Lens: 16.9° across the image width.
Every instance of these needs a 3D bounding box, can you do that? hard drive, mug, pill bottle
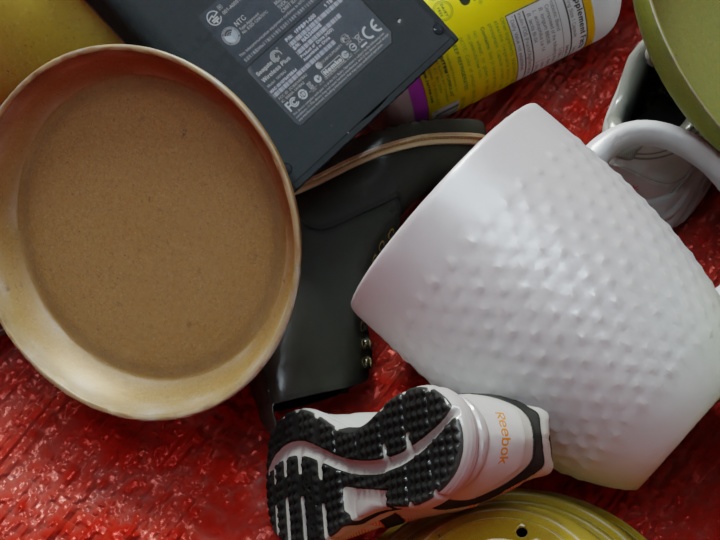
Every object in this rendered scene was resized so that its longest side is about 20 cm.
[{"bbox_3d":[-0.062,-0.153,1.313,0.200,0.033,0.140,47,69,-2],"label":"hard drive"},{"bbox_3d":[0.125,0.006,1.274,0.175,0.148,0.200,42,73,8],"label":"mug"},{"bbox_3d":[0.080,-0.163,1.415,0.200,0.104,0.104,-27,59,-10],"label":"pill bottle"}]

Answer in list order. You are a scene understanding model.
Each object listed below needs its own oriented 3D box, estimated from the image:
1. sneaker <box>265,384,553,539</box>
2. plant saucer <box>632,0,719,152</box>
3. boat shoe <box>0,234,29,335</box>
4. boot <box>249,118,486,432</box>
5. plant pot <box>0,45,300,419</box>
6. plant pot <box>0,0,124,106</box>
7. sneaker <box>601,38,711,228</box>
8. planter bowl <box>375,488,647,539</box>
[{"bbox_3d":[0.021,0.103,1.239,0.080,0.200,0.074,3,80,-34],"label":"sneaker"},{"bbox_3d":[0.212,-0.128,1.327,0.031,0.200,0.200,-31,46,41],"label":"plant saucer"},{"bbox_3d":[-0.149,-0.016,1.373,0.202,0.072,0.060,-32,55,-17],"label":"boat shoe"},{"bbox_3d":[0.000,0.000,1.357,0.200,0.077,0.138,-19,83,-25],"label":"boot"},{"bbox_3d":[-0.116,-0.021,1.283,0.200,0.200,0.027,24,21,20],"label":"plant pot"},{"bbox_3d":[-0.148,-0.161,1.390,0.142,0.200,0.200,22,63,15],"label":"plant pot"},{"bbox_3d":[0.196,-0.118,1.375,0.078,0.099,0.200,21,63,19],"label":"sneaker"},{"bbox_3d":[0.072,0.182,1.215,0.200,0.083,0.201,-3,59,5],"label":"planter bowl"}]
